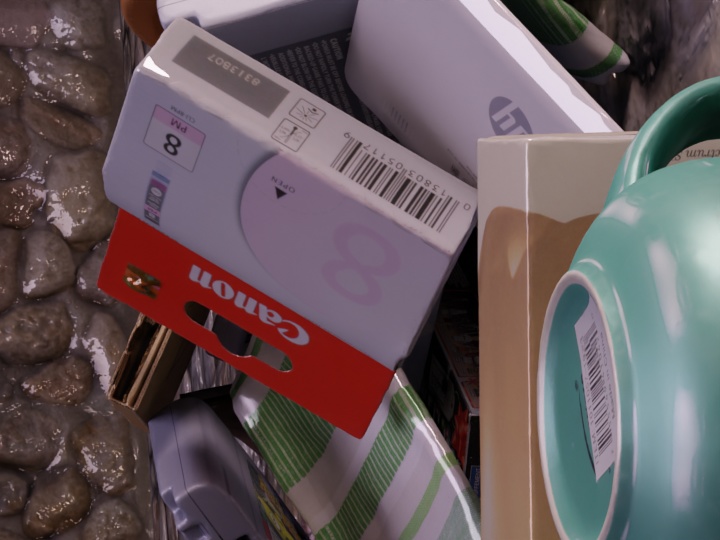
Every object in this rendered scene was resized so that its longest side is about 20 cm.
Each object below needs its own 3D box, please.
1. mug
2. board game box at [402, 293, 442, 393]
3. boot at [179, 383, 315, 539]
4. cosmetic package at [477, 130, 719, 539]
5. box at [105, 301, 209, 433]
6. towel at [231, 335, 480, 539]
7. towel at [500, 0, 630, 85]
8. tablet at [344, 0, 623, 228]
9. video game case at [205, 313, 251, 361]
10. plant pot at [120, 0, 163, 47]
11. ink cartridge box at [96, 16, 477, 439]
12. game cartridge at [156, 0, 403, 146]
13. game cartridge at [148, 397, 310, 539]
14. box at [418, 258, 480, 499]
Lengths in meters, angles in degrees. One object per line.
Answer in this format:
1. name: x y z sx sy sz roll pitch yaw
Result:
1. mug: 0.115 0.035 0.690 0.185 0.114 0.153 -118 29 -66
2. board game box: 0.000 0.000 1.271 0.200 0.041 0.200 -101 17 -48
3. boot: -0.033 0.170 1.368 0.064 0.186 0.201 -11 75 47
4. cosmetic package: 0.099 0.050 0.812 0.071 0.105 0.201 -165 72 -78
5. box: -0.095 0.007 1.249 0.200 0.021 0.164 103 -170 -82
6. towel: -0.003 0.100 1.169 0.200 0.023 0.153 59 147 27
7. towel: 0.032 -0.166 1.000 0.200 0.023 0.153 48 178 -18
8. tablet: 0.064 -0.051 0.950 0.200 0.014 0.130 49 152 19
9. video game case: -0.041 -0.037 1.418 0.200 0.023 0.183 -10 -62 -80
10. plant pot: -0.048 -0.190 1.214 0.200 0.199 0.141 123 158 -71
11. ink cartridge box: -0.047 -0.001 1.035 0.057 0.162 0.200 -55 -6 -45
12. game cartridge: -0.010 -0.091 1.079 0.200 0.133 0.042 68 -176 -63
13. game cartridge: -0.045 0.164 1.210 0.200 0.041 0.133 56 180 -22
14. box: 0.049 0.089 1.232 0.200 0.040 0.138 -113 25 -63
